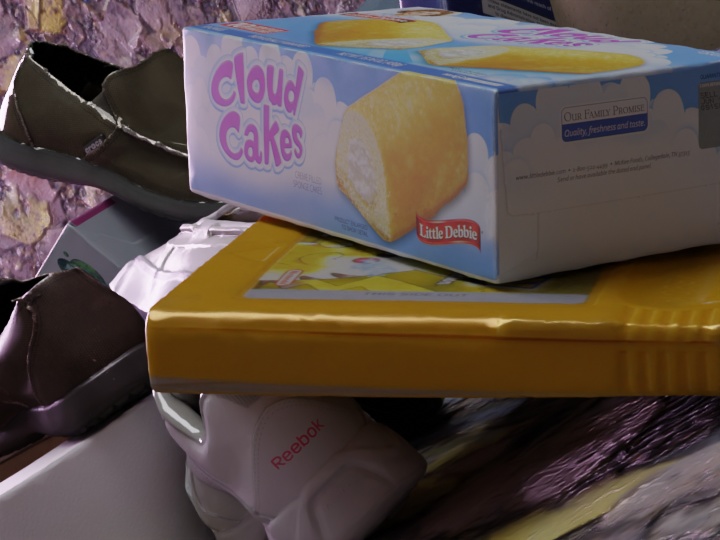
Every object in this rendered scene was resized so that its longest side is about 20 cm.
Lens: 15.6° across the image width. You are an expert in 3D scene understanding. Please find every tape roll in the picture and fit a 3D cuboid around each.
[{"bbox_3d":[-0.143,0.118,1.137,0.202,0.071,0.202,-30,5,3],"label":"tape roll"}]

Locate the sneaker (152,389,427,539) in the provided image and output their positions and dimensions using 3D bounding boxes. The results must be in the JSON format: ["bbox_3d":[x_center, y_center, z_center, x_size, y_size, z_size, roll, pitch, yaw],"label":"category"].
[{"bbox_3d":[-0.039,0.053,0.991,0.078,0.100,0.200,-42,7,-13],"label":"sneaker"}]

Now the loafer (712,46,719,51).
[{"bbox_3d":[0.117,-0.022,1.012,0.063,0.072,0.200,-36,-5,-31],"label":"loafer"}]

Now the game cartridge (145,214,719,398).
[{"bbox_3d":[0.045,0.007,0.905,0.199,0.033,0.176,-1,12,12],"label":"game cartridge"}]

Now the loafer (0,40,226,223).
[{"bbox_3d":[-0.101,-0.072,1.304,0.199,0.070,0.075,12,20,27],"label":"loafer"}]

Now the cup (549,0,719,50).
[{"bbox_3d":[0.157,-0.122,1.085,0.200,0.143,0.200,-45,11,11],"label":"cup"}]

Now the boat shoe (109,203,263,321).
[{"bbox_3d":[-0.058,0.006,1.142,0.070,0.071,0.200,-47,6,-8],"label":"boat shoe"}]

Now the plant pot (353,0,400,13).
[{"bbox_3d":[0.065,-0.082,1.319,0.196,0.201,0.200,-36,-1,42],"label":"plant pot"}]

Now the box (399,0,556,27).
[{"bbox_3d":[0.069,-0.101,1.158,0.121,0.201,0.032,16,-29,-42],"label":"box"}]

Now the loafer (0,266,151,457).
[{"bbox_3d":[-0.137,0.031,1.141,0.073,0.071,0.200,-33,6,-26],"label":"loafer"}]

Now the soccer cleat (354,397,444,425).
[{"bbox_3d":[-0.012,0.049,1.131,0.081,0.068,0.200,-36,-1,-8],"label":"soccer cleat"}]

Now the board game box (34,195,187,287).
[{"bbox_3d":[-0.144,0.050,1.364,0.201,0.064,0.147,-58,-9,24],"label":"board game box"}]

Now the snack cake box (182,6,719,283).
[{"bbox_3d":[0.034,-0.051,0.955,0.114,0.068,0.200,-11,16,-33],"label":"snack cake box"}]
